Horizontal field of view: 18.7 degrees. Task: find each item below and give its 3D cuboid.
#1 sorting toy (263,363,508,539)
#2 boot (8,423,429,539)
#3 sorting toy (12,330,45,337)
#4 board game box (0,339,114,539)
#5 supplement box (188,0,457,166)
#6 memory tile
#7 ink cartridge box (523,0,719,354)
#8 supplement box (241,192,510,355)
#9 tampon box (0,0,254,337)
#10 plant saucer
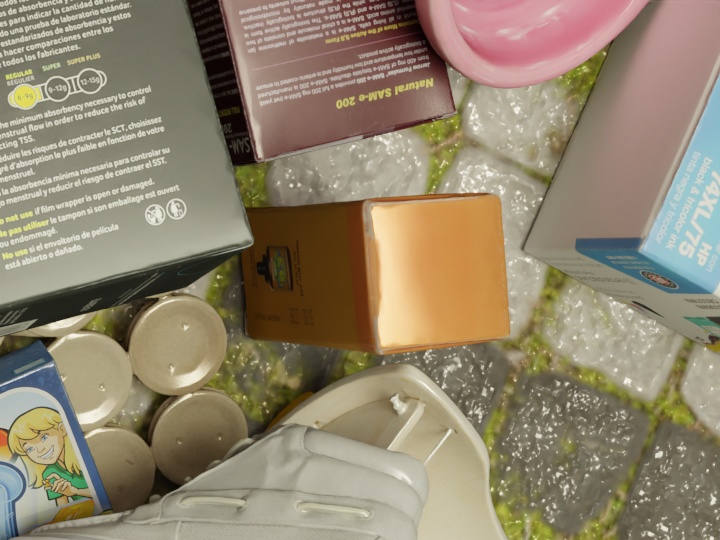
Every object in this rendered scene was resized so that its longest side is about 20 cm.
[{"bbox_3d":[0.004,0.172,1.062,0.180,0.107,0.200,44,78,-22],"label":"sorting toy"},{"bbox_3d":[-0.064,0.118,0.969,0.074,0.198,0.096,68,33,-43],"label":"boot"},{"bbox_3d":[-0.220,-0.068,1.010,0.198,0.036,0.187,5,89,-18],"label":"sorting toy"},{"bbox_3d":[-0.211,0.134,0.995,0.199,0.034,0.136,-25,113,-14],"label":"board game box"},{"bbox_3d":[-0.031,-0.160,1.057,0.108,0.061,0.202,-14,94,-19],"label":"supplement box"},{"bbox_3d":[-0.156,0.060,1.025,0.199,0.017,0.154,-20,111,-16],"label":"memory tile"},{"bbox_3d":[0.218,-0.031,1.097,0.199,0.147,0.147,27,82,-16],"label":"ink cartridge box"},{"bbox_3d":[0.000,0.000,0.998,0.068,0.200,0.067,-6,93,-21],"label":"supplement box"},{"bbox_3d":[-0.144,-0.082,0.929,0.125,0.150,0.202,-15,86,-16],"label":"tampon box"},{"bbox_3d":[0.092,-0.185,1.031,0.200,0.051,0.202,-32,142,-29],"label":"plant saucer"}]
